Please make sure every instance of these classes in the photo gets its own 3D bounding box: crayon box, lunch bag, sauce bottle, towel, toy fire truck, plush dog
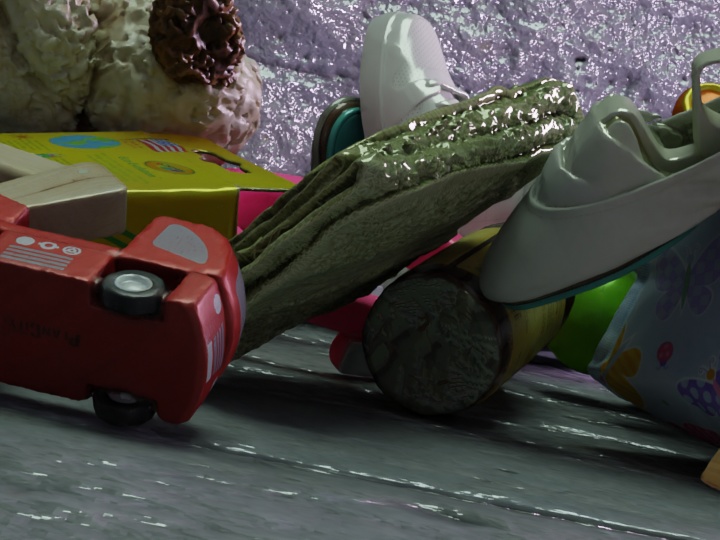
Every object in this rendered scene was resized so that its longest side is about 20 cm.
[{"bbox_3d":[-0.138,-0.024,0.910,0.199,0.051,0.127,-2,15,-25],"label":"crayon box"},{"bbox_3d":[0.229,0.039,0.889,0.200,0.127,0.169,25,-4,-33],"label":"lunch bag"},{"bbox_3d":[0.062,0.013,0.954,0.065,0.065,0.200,12,15,19],"label":"sauce bottle"},{"bbox_3d":[0.003,-0.017,0.851,0.148,0.037,0.200,-37,-7,32],"label":"towel"},{"bbox_3d":[-0.126,-0.014,0.740,0.199,0.049,0.141,12,27,11],"label":"toy fire truck"},{"bbox_3d":[-0.131,-0.098,1.029,0.171,0.161,0.200,14,-16,1],"label":"plush dog"}]

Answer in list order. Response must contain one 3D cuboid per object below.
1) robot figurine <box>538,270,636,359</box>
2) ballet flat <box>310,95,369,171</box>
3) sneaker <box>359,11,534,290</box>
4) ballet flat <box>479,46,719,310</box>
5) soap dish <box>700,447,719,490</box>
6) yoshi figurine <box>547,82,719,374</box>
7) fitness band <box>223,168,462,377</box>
[{"bbox_3d":[0.135,-0.007,1.278,0.150,0.125,0.200,19,2,30],"label":"robot figurine"},{"bbox_3d":[0.006,-0.044,1.274,0.064,0.067,0.200,26,-13,38],"label":"ballet flat"},{"bbox_3d":[0.066,-0.065,1.173,0.115,0.201,0.074,-20,-22,34],"label":"sneaker"},{"bbox_3d":[0.130,-0.051,0.837,0.200,0.070,0.069,-23,-4,11],"label":"ballet flat"},{"bbox_3d":[0.230,0.073,0.639,0.200,0.081,0.157,8,4,-29],"label":"soap dish"},{"bbox_3d":[0.144,0.001,1.047,0.112,0.200,0.112,-33,66,-28],"label":"yoshi figurine"},{"bbox_3d":[0.000,0.000,1.042,0.200,0.037,0.144,9,28,-43],"label":"fitness band"}]
